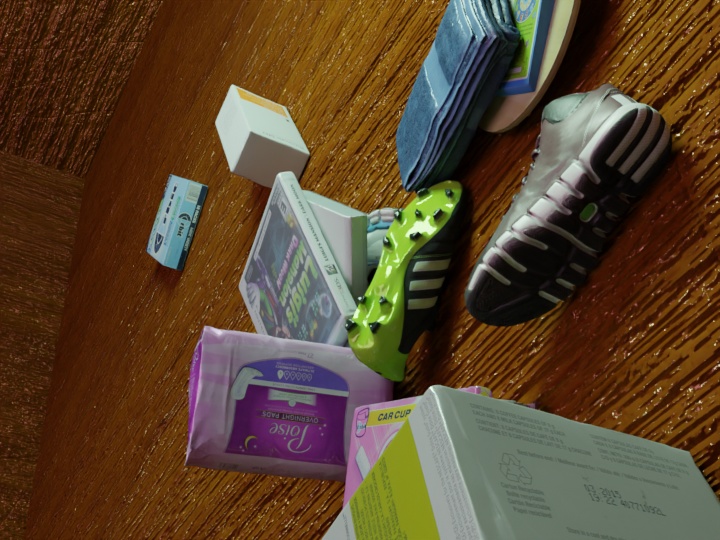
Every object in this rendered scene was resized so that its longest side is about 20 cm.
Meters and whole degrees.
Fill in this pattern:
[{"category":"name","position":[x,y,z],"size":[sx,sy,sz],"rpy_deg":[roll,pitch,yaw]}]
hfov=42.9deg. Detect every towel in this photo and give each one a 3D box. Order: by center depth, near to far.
[{"category":"towel","position":[0.084,-0.174,0.869],"size":[0.202,0.048,0.113],"rpy_deg":[114,155,-45]}]

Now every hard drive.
[{"category":"hard drive","position":[-0.033,0.029,0.956],"size":[0.131,0.026,0.204],"rpy_deg":[26,121,56]}]

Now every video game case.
[{"category":"video game case","position":[-0.073,0.031,0.977],"size":[0.184,0.023,0.201],"rpy_deg":[63,147,28]}]

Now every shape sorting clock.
[{"category":"shape sorting clock","position":[0.147,-0.225,0.833],"size":[0.200,0.038,0.205],"rpy_deg":[-172,90,-72]}]

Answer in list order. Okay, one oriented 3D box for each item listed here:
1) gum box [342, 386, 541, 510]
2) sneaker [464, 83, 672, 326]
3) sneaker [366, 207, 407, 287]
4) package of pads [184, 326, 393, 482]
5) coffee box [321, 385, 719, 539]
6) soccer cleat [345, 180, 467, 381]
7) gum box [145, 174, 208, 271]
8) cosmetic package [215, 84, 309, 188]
[{"category":"gum box","position":[0.061,0.164,0.730],"size":[0.199,0.065,0.116],"rpy_deg":[-24,55,59]},{"category":"sneaker","position":[0.146,-0.056,0.704],"size":[0.201,0.075,0.116],"rpy_deg":[-50,27,21]},{"category":"sneaker","position":[0.000,0.000,0.967],"size":[0.199,0.074,0.089],"rpy_deg":[-25,59,60]},{"category":"package of pads","position":[-0.062,0.129,0.850],"size":[0.076,0.196,0.123],"rpy_deg":[132,144,-64]},{"category":"coffee box","position":[0.090,0.217,0.476],"size":[0.199,0.197,0.202],"rpy_deg":[-58,29,28]},{"category":"soccer cleat","position":[0.051,0.007,0.858],"size":[0.067,0.081,0.202],"rpy_deg":[7,59,42]},{"category":"gum box","position":[-0.374,-0.101,1.852],"size":[0.199,0.044,0.173],"rpy_deg":[23,95,66]},{"category":"cosmetic package","position":[-0.151,-0.199,1.375],"size":[0.072,0.100,0.201],"rpy_deg":[-61,28,20]}]
